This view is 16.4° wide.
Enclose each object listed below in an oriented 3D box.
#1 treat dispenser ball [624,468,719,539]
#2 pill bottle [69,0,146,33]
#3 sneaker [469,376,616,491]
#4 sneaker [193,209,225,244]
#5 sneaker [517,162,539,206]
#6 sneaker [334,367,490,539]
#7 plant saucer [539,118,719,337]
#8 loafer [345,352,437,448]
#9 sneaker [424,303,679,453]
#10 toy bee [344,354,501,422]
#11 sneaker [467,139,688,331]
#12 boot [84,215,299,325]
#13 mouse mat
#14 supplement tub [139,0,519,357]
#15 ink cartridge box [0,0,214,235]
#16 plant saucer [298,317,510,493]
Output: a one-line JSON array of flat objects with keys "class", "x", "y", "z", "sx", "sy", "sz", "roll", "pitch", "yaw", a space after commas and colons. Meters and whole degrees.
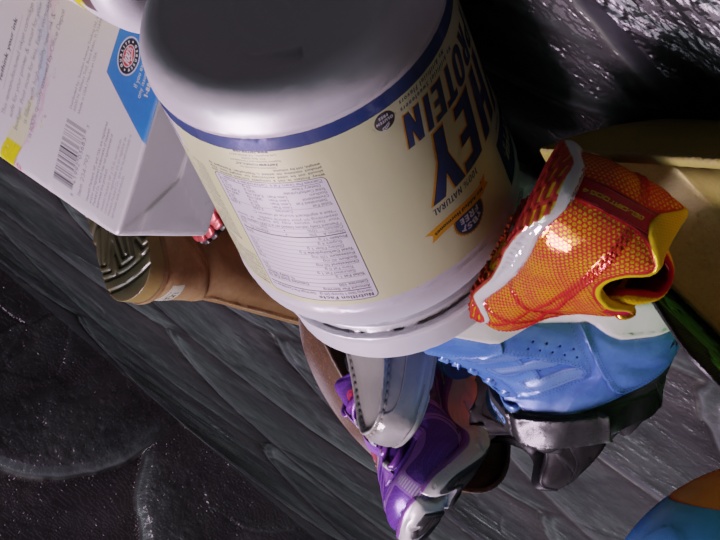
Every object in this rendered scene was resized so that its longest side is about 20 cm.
[{"class": "treat dispenser ball", "x": 0.232, "y": 0.208, "z": 1.400, "sx": 0.201, "sy": 0.201, "sz": 0.201, "roll": 37, "pitch": 168, "yaw": 9}, {"class": "pill bottle", "x": -0.153, "y": -0.201, "z": 1.255, "sx": 0.200, "sy": 0.109, "sz": 0.109, "roll": 30, "pitch": 166, "yaw": 36}, {"class": "sneaker", "x": 0.077, "y": 0.061, "z": 1.592, "sx": 0.200, "sy": 0.091, "sz": 0.076, "roll": 40, "pitch": 170, "yaw": 3}, {"class": "sneaker", "x": -0.071, "y": -0.091, "z": 1.345, "sx": 0.082, "sy": 0.078, "sz": 0.200, "roll": 36, "pitch": 136, "yaw": -7}, {"class": "sneaker", "x": 0.064, "y": -0.046, "z": 1.339, "sx": 0.200, "sy": 0.075, "sz": 0.082, "roll": 38, "pitch": -156, "yaw": -18}, {"class": "sneaker", "x": 0.021, "y": 0.097, "z": 1.470, "sx": 0.083, "sy": 0.081, "sz": 0.200, "roll": 32, "pitch": -166, "yaw": -12}, {"class": "plant saucer", "x": 0.198, "y": -0.002, "z": 1.086, "sx": 0.200, "sy": 0.049, "sz": 0.200, "roll": 43, "pitch": 169, "yaw": -20}, {"class": "loafer", "x": 0.000, "y": 0.000, "z": 1.367, "sx": 0.069, "sy": 0.201, "sz": 0.070, "roll": 7, "pitch": 152, "yaw": -24}, {"class": "sneaker", "x": 0.068, "y": 0.047, "z": 1.302, "sx": 0.077, "sy": 0.199, "sz": 0.112, "roll": -106, "pitch": 18, "yaw": -54}, {"class": "toy bee", "x": 0.094, "y": 0.034, "z": 1.458, "sx": 0.131, "sy": 0.109, "sz": 0.200, "roll": 34, "pitch": -165, "yaw": 16}, {"class": "sneaker", "x": 0.096, "y": 0.000, "z": 1.121, "sx": 0.077, "sy": 0.073, "sz": 0.200, "roll": 29, "pitch": 171, "yaw": 0}, {"class": "boot", "x": -0.097, "y": -0.047, "z": 1.647, "sx": 0.066, "sy": 0.176, "sz": 0.199, "roll": -22, "pitch": 162, "yaw": 38}, {"class": "mouse mat", "x": 0.187, "y": 0.048, "z": 1.209, "sx": 0.200, "sy": 0.008, "sz": 0.161, "roll": 38, "pitch": -164, "yaw": -36}, {"class": "supplement tub", "x": -0.007, "y": -0.066, "z": 1.177, "sx": 0.145, "sy": 0.145, "sz": 0.200, "roll": 30, "pitch": 158, "yaw": 37}, {"class": "ink cartridge box", "x": -0.152, "y": -0.111, "z": 1.334, "sx": 0.067, "sy": 0.117, "sz": 0.200, "roll": -2, "pitch": -153, "yaw": -47}, {"class": "plant saucer", "x": 0.021, "y": 0.066, "z": 1.627, "sx": 0.200, "sy": 0.037, "sz": 0.201, "roll": 40, "pitch": -152, "yaw": -26}]
